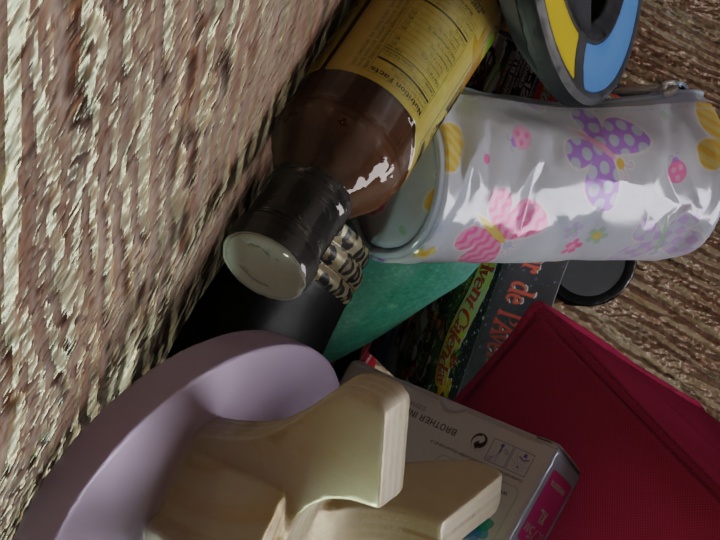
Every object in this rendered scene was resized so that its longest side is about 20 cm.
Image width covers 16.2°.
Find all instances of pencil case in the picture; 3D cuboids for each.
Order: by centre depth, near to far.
[{"bbox_3d":[0.088,-0.048,1.235,0.199,0.083,0.091,-3,128,-35],"label":"pencil case"}]

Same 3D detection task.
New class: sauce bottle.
[{"bbox_3d":[0.001,-0.069,1.114,0.200,0.065,0.065,-57,175,-35],"label":"sauce bottle"}]

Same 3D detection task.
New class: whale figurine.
[{"bbox_3d":[0.000,0.000,1.316,0.200,0.104,0.159,-58,177,3],"label":"whale figurine"}]

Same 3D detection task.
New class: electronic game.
[{"bbox_3d":[0.101,-0.177,1.180,0.200,0.041,0.201,0,90,-68],"label":"electronic game"}]

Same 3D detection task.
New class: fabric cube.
[{"bbox_3d":[0.127,0.170,1.237,0.196,0.199,0.200,-49,143,9],"label":"fabric cube"}]

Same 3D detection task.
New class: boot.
[{"bbox_3d":[-0.048,0.051,1.216,0.154,0.073,0.204,-59,169,-8],"label":"boot"}]

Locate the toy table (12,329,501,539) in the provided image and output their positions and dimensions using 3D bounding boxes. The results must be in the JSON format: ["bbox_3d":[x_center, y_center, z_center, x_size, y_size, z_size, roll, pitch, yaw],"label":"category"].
[{"bbox_3d":[-0.038,0.112,1.062,0.200,0.117,0.184,-42,142,-38],"label":"toy table"}]

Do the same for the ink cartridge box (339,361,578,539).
[{"bbox_3d":[0.001,0.152,1.152,0.200,0.119,0.042,-60,146,-13],"label":"ink cartridge box"}]

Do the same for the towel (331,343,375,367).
[{"bbox_3d":[-0.008,0.010,1.509,0.145,0.022,0.201,-59,160,-59],"label":"towel"}]

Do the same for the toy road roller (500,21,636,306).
[{"bbox_3d":[0.078,-0.053,1.504,0.123,0.145,0.201,10,69,-89],"label":"toy road roller"}]

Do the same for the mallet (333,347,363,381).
[{"bbox_3d":[0.015,-0.034,1.426,0.066,0.041,0.201,7,97,-85],"label":"mallet"}]

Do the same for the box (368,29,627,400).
[{"bbox_3d":[0.072,-0.024,1.382,0.137,0.038,0.201,-139,-114,-67],"label":"box"}]
